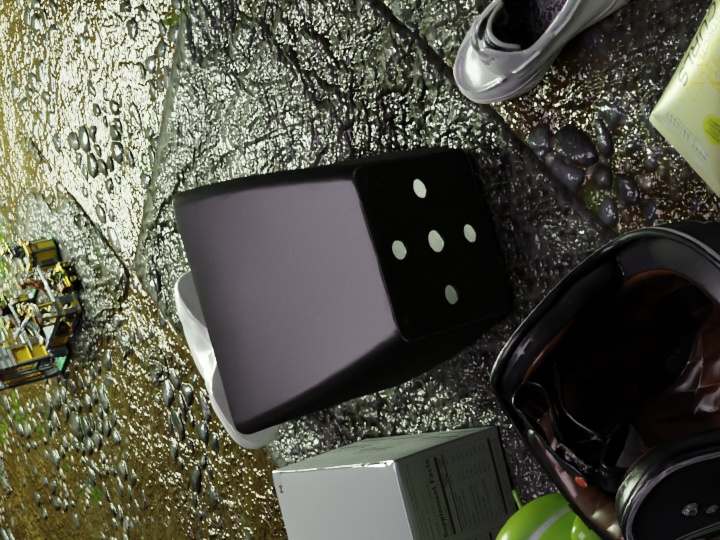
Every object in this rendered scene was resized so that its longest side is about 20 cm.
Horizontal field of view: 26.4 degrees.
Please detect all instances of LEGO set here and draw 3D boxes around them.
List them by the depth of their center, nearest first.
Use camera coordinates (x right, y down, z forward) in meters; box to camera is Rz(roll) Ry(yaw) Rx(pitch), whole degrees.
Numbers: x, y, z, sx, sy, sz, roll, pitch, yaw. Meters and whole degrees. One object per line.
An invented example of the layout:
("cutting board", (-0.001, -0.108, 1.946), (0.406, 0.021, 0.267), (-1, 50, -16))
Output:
("LEGO set", (-0.437, 0.059, 1.927), (0.200, 0.115, 0.155), (-47, 63, 51))

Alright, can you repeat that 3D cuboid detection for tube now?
("tube", (0.234, -0.141, 0.935), (0.058, 0.052, 0.201), (-75, 2, -45))

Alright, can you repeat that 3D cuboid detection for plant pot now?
("plant pot", (0.000, 0.000, 1.222), (0.177, 0.199, 0.202), (-18, 86, 45))

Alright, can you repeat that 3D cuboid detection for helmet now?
("helmet", (0.198, 0.068, 0.950), (0.200, 0.190, 0.200), (52, 174, 7))

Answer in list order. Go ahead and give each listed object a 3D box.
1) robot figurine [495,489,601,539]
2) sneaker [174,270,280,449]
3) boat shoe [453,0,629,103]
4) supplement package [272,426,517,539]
("robot figurine", (0.173, 0.238, 1.109), (0.200, 0.115, 0.177), (33, 130, 46))
("sneaker", (-0.134, 0.099, 1.561), (0.089, 0.075, 0.201), (109, 141, -57))
("boat shoe", (0.115, -0.172, 1.088), (0.200, 0.068, 0.073), (-25, 81, 56))
("supplement package", (0.035, 0.227, 1.313), (0.200, 0.110, 0.157), (-15, 89, 57))
